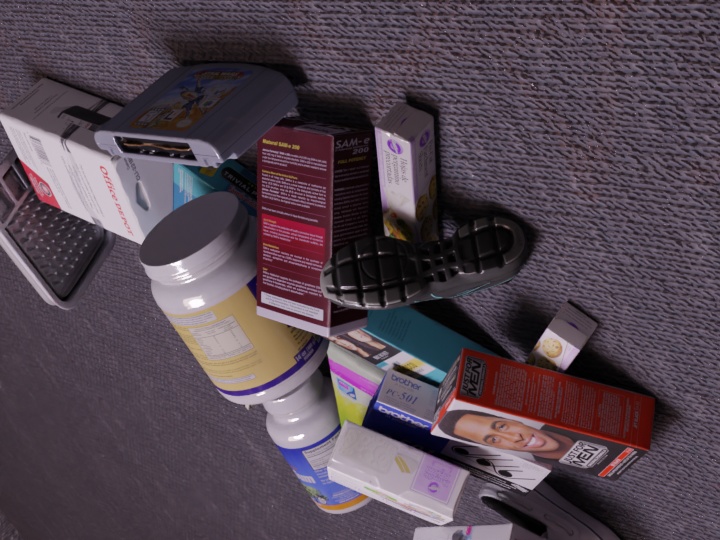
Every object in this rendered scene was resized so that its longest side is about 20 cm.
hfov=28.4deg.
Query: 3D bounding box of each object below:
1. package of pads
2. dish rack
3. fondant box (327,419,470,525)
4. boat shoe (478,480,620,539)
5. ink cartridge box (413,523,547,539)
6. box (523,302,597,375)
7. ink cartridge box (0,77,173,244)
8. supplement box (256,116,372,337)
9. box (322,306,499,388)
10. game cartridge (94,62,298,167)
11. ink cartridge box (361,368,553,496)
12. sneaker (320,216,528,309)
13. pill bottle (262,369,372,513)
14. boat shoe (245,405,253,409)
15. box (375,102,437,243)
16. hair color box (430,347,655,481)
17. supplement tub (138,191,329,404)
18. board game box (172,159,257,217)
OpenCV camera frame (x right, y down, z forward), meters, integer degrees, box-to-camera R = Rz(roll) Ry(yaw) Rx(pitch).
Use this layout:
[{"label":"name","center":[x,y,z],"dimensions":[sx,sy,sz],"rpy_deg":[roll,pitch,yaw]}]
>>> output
[{"label":"package of pads","center":[0.044,0.156,1.680],"dimensions":[0.154,0.068,0.200],"rpy_deg":[28,150,27]},{"label":"dish rack","center":[-0.406,-0.064,1.819],"dimensions":[0.043,0.172,0.200],"rpy_deg":[-13,125,30]},{"label":"fondant box","center":[0.039,0.227,1.574],"dimensions":[0.144,0.058,0.200],"rpy_deg":[22,170,4]},{"label":"boat shoe","center":[0.225,0.305,1.664],"dimensions":[0.200,0.065,0.074],"rpy_deg":[36,151,10]},{"label":"ink cartridge box","center":[0.162,0.336,1.610],"dimensions":[0.115,0.068,0.200],"rpy_deg":[30,153,-33]},{"label":"box","center":[0.187,0.098,1.446],"dimensions":[0.041,0.039,0.200],"rpy_deg":[36,152,8]},{"label":"ink cartridge box","center":[-0.317,-0.130,1.708],"dimensions":[0.200,0.084,0.145],"rpy_deg":[23,146,33]},{"label":"supplement box","center":[-0.047,-0.045,1.412],"dimensions":[0.109,0.061,0.201],"rpy_deg":[16,111,41]},{"label":"box","center":[0.053,0.081,1.519],"dimensions":[0.200,0.049,0.082],"rpy_deg":[28,157,-11]},{"label":"game cartridge","center":[-0.161,-0.158,1.418],"dimensions":[0.200,0.133,0.042],"rpy_deg":[9,139,44]},{"label":"ink cartridge box","center":[0.106,0.176,1.538],"dimensions":[0.199,0.044,0.094],"rpy_deg":[22,152,-1]},{"label":"sneaker","center":[0.062,0.006,1.355],"dimensions":[0.199,0.076,0.079],"rpy_deg":[-9,157,4]},{"label":"pill bottle","center":[-0.053,0.207,1.826],"dimensions":[0.112,0.112,0.200],"rpy_deg":[8,138,46]},{"label":"boat shoe","center":[-0.139,0.108,1.834],"dimensions":[0.066,0.075,0.200],"rpy_deg":[37,151,13]},{"label":"box","center":[0.046,-0.073,1.362],"dimensions":[0.039,0.041,0.200],"rpy_deg":[27,148,23]},{"label":"hair color box","center":[0.180,0.145,1.417],"dimensions":[0.199,0.061,0.102],"rpy_deg":[15,151,-4]},{"label":"supplement tub","center":[-0.136,0.030,1.542],"dimensions":[0.145,0.145,0.200],"rpy_deg":[7,137,47]},{"label":"board game box","center":[-0.124,-0.045,1.626],"dimensions":[0.200,0.047,0.151],"rpy_deg":[35,151,12]}]
